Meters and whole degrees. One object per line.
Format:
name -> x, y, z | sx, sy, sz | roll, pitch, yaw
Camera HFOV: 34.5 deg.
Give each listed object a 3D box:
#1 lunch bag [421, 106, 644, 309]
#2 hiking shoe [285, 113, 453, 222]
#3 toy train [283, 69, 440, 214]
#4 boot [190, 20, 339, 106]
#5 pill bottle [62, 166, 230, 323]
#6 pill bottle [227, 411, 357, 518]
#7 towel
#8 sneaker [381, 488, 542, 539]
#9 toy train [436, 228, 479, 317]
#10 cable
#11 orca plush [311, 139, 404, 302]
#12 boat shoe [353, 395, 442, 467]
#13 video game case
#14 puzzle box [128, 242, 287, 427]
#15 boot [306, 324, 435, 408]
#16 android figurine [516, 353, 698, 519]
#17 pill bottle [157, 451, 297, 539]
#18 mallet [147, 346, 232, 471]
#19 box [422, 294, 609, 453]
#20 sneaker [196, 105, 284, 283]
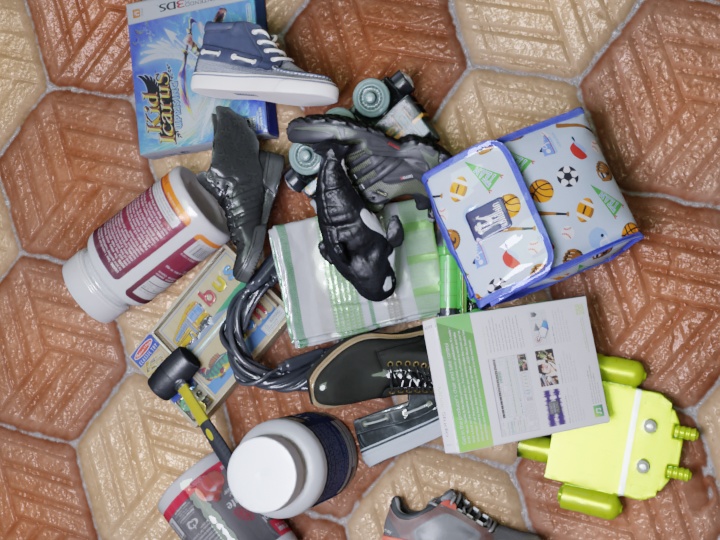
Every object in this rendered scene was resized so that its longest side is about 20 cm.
lunch bag -> 0.185, -0.065, 1.290 | 0.198, 0.124, 0.172 | -20, 78, -13
hiking shoe -> 0.004, -0.117, 1.337 | 0.198, 0.076, 0.102 | 15, 102, -1
toy train -> 0.002, -0.148, 1.406 | 0.200, 0.085, 0.114 | -41, 87, 11
boot -> -0.113, -0.253, 1.397 | 0.198, 0.073, 0.092 | 9, 86, 22
pill bottle -> -0.269, -0.029, 1.460 | 0.199, 0.114, 0.115 | -36, 78, 11
pill bottle -> -0.081, 0.225, 1.346 | 0.110, 0.200, 0.113 | -1, 87, 16
towel -> 0.000, 0.000, 1.385 | 0.198, 0.031, 0.151 | -12, 88, -6
sneaker -> 0.118, 0.298, 1.352 | 0.197, 0.077, 0.083 | 1, 81, 16
toy train -> 0.118, -0.024, 1.375 | 0.056, 0.042, 0.203 | 1, 87, -12
cable -> -0.077, 0.065, 1.414 | 0.163, 0.051, 0.201 | 39, 81, -3
orca plush -> -0.007, -0.045, 1.304 | 0.104, 0.071, 0.202 | 1, 118, 12
boat shoe -> 0.076, 0.163, 1.369 | 0.199, 0.072, 0.072 | -29, 84, 15
video game case -> -0.204, -0.257, 1.488 | 0.179, 0.045, 0.203 | -8, 85, 17
puzzle box -> -0.188, 0.082, 1.476 | 0.133, 0.025, 0.200 | 43, 99, 14
boot -> 0.053, 0.117, 1.296 | 0.198, 0.138, 0.078 | -20, 112, -25
android figurine -> 0.282, 0.190, 1.325 | 0.198, 0.041, 0.184 | 12, 90, 19
pill bottle -> -0.145, 0.327, 1.407 | 0.111, 0.111, 0.200 | -44, 77, 10
mallet -> -0.199, 0.187, 1.413 | 0.066, 0.041, 0.201 | -39, 59, 14
box -> 0.171, 0.111, 1.264 | 0.198, 0.036, 0.146 | -6, 82, -26
sneaker -> -0.156, -0.092, 1.408 | 0.103, 0.060, 0.202 | 17, 75, -11
